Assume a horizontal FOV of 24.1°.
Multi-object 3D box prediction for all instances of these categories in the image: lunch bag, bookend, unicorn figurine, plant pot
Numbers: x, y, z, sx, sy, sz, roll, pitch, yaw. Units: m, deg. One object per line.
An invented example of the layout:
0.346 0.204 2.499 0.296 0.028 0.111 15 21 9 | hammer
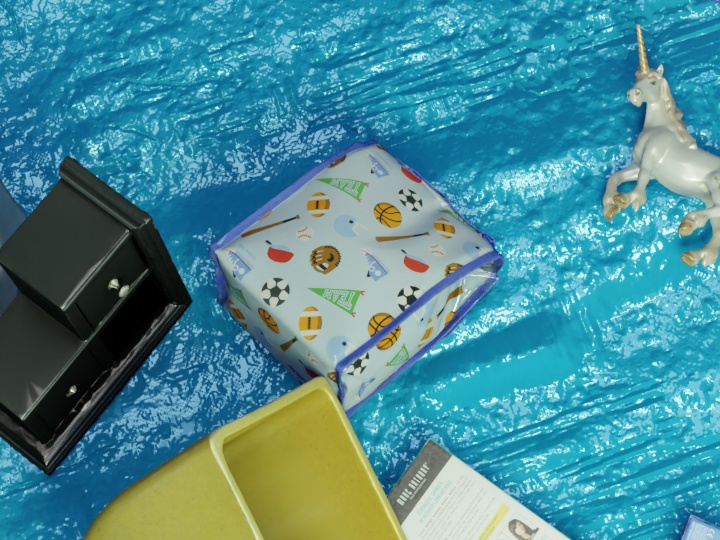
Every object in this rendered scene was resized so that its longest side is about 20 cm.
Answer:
0.000 0.000 1.429 0.200 0.124 0.170 -41 70 -21 | lunch bag
-0.249 0.042 1.394 0.092 0.200 0.199 35 75 16 | bookend
0.275 -0.093 1.480 0.199 0.074 0.138 37 66 1 | unicorn figurine
-0.101 0.228 1.304 0.199 0.194 0.197 -29 87 27 | plant pot

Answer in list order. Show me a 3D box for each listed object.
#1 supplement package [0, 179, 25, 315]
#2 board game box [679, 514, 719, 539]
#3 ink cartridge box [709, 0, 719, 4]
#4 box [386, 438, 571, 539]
-0.410 -0.014 1.431 0.198 0.191 0.148 1 70 5 | supplement package
0.325 0.305 1.335 0.199 0.045 0.153 23 73 13 | board game box
0.367 -0.351 1.549 0.044 0.094 0.201 15 71 10 | ink cartridge box
0.113 0.231 1.376 0.199 0.049 0.082 35 76 15 | box
